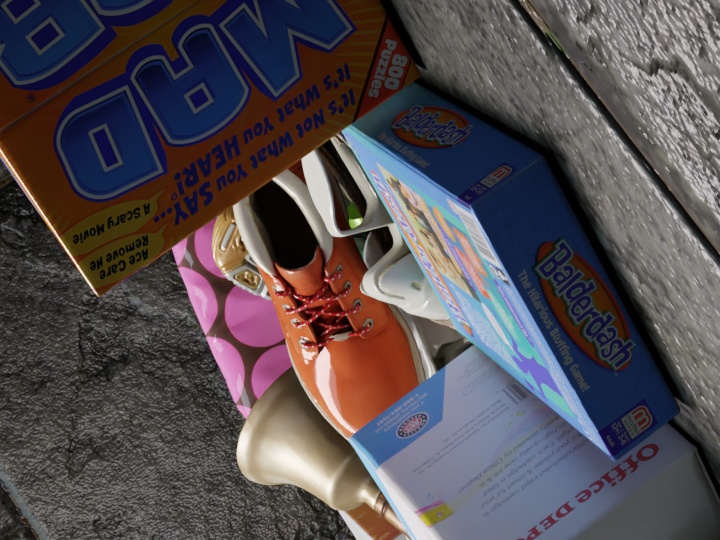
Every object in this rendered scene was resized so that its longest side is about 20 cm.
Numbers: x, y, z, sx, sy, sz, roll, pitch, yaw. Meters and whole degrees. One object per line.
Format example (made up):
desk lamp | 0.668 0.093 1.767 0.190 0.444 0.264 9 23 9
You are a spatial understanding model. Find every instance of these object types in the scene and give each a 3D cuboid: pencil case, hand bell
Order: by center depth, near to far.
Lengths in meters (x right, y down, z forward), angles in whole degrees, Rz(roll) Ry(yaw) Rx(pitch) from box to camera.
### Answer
hand bell | 0.023 0.150 1.276 0.200 0.104 0.104 41 166 32
pencil case | -0.068 0.010 1.400 0.091 0.093 0.201 -21 -95 -62

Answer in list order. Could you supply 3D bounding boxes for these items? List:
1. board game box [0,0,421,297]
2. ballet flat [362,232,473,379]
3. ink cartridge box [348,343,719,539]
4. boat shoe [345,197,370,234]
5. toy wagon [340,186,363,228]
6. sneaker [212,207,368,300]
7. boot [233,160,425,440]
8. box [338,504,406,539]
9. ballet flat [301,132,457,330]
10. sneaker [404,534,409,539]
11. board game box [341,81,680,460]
board game box | -0.127 -0.149 1.049 0.201 0.199 0.200 60 172 -27
ballet flat | 0.065 0.059 1.247 0.069 0.069 0.202 143 106 -83
ink cartridge box | 0.107 0.137 1.062 0.126 0.128 0.200 60 172 -33
boat shoe | 0.014 0.025 1.438 0.066 0.071 0.201 -129 16 -62
toy wagon | -0.043 -0.114 1.298 0.156 0.039 0.200 60 172 -27
sneaker | 0.000 0.000 1.338 0.199 0.076 0.088 33 -154 -9
boot | -0.022 0.022 1.188 0.107 0.074 0.201 -56 -59 -83
box | 0.068 0.202 1.612 0.098 0.124 0.200 57 172 -11
ballet flat | 0.017 -0.026 1.145 0.201 0.067 0.068 57 154 -10
sneaker | 0.100 0.192 1.291 0.200 0.076 0.105 50 163 8
board game box | 0.067 -0.008 1.013 0.153 0.045 0.200 59 172 -25
